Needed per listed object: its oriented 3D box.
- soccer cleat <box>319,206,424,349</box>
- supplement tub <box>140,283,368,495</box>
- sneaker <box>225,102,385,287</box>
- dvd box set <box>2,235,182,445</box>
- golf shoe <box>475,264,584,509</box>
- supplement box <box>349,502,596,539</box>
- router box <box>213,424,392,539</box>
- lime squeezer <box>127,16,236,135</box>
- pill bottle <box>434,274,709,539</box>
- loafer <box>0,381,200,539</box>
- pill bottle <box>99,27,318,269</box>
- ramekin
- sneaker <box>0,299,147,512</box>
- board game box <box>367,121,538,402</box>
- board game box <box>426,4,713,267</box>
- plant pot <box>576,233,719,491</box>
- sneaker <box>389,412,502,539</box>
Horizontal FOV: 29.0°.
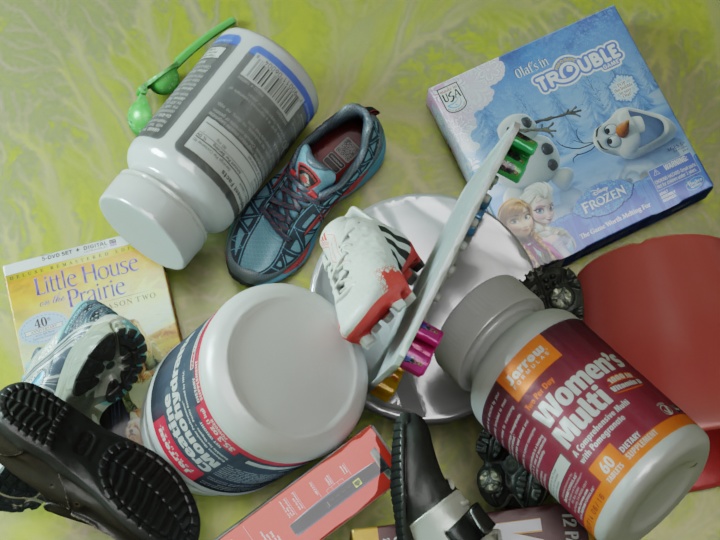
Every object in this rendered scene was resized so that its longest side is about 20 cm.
[{"bbox_3d":[0.000,0.000,1.091,0.085,0.200,0.069,42,108,-4],"label":"soccer cleat"},{"bbox_3d":[-0.092,0.104,1.135,0.139,0.200,0.142,10,67,-24],"label":"supplement tub"},{"bbox_3d":[-0.055,-0.076,1.252,0.079,0.096,0.201,36,78,9],"label":"sneaker"},{"bbox_3d":[-0.229,0.075,1.245,0.145,0.029,0.202,-13,77,-4],"label":"dvd box set"},{"bbox_3d":[0.142,0.096,1.144,0.076,0.088,0.203,12,87,24],"label":"golf shoe"},{"bbox_3d":[0.096,0.269,1.113,0.197,0.197,0.134,-7,75,-3],"label":"supplement box"},{"bbox_3d":[-0.056,0.202,1.126,0.179,0.200,0.049,-36,85,-10],"label":"router box"},{"bbox_3d":[-0.176,-0.159,1.302,0.070,0.038,0.202,15,75,3],"label":"lime squeezer"},{"bbox_3d":[0.151,0.099,1.029,0.109,0.110,0.200,-40,60,-10],"label":"pill bottle"},{"bbox_3d":[-0.216,0.169,1.122,0.199,0.071,0.073,39,38,-4],"label":"loafer"},{"bbox_3d":[-0.135,-0.107,1.237,0.113,0.114,0.201,33,69,7],"label":"pill bottle"},{"bbox_3d":[0.054,0.041,1.225,0.200,0.094,0.205,0,76,-1],"label":"ramekin"},{"bbox_3d":[-0.260,0.115,1.191,0.201,0.077,0.086,-53,46,4],"label":"sneaker"},{"bbox_3d":[0.066,0.002,1.083,0.026,0.200,0.201,28,77,-1],"label":"board game box"},{"bbox_3d":[0.192,-0.118,1.293,0.198,0.043,0.201,-25,76,-7],"label":"board game box"},{"bbox_3d":[0.265,0.078,1.178,0.198,0.201,0.179,-7,67,-3],"label":"plant pot"},{"bbox_3d":[0.071,0.197,0.996,0.087,0.074,0.203,-10,84,-4],"label":"sneaker"}]
